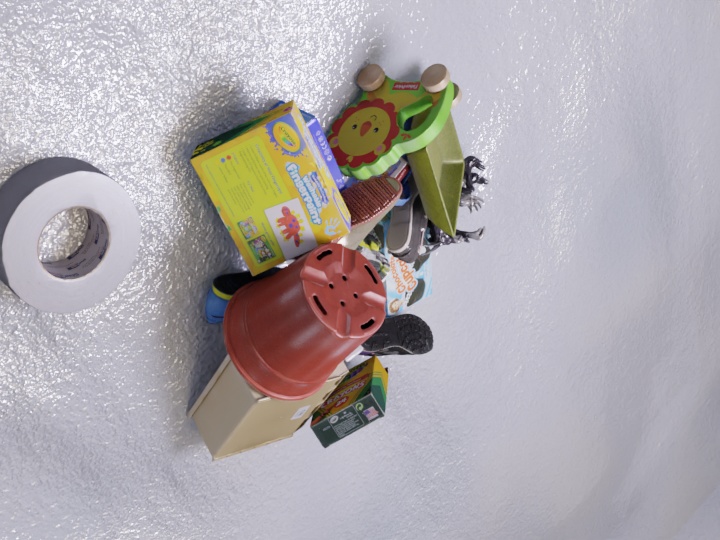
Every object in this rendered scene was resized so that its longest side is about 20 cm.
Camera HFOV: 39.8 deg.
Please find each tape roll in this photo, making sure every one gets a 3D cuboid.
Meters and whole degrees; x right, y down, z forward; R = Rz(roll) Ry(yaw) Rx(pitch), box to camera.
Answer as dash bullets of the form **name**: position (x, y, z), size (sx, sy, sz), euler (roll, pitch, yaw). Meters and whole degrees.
- **tape roll**: position (-0.398, -0.047, 1.338), size (0.199, 0.066, 0.203), euler (-22, 125, -35)

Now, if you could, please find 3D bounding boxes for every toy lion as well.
- **toy lion**: position (0.042, -0.231, 1.576), size (0.069, 0.198, 0.194), euler (45, 60, -48)

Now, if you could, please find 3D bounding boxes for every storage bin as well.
- **storage bin**: position (-0.149, 0.202, 1.623), size (0.197, 0.094, 0.200), euler (-11, 150, -41)

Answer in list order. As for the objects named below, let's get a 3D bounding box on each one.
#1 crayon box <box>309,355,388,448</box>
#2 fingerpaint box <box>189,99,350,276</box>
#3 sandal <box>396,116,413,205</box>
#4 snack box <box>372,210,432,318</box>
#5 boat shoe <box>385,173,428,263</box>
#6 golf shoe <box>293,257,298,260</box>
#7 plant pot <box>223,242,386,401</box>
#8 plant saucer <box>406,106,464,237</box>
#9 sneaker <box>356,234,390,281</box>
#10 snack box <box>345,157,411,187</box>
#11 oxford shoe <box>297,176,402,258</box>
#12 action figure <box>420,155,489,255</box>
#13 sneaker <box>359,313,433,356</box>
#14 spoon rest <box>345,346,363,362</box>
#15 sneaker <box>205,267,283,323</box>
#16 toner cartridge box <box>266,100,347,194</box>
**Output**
- **crayon box**: position (-0.017, 0.223, 1.762), size (0.126, 0.200, 0.051), euler (-31, 103, 11)
- **fingerpaint box**: position (-0.128, -0.120, 1.459), size (0.165, 0.074, 0.202), euler (-24, 112, 10)
- **sandal**: position (0.063, -0.191, 1.691), size (0.079, 0.087, 0.203), euler (-4, 112, -40)
- **snack box**: position (0.078, -0.024, 1.829), size (0.115, 0.037, 0.202), euler (-27, 128, -31)
- **boat shoe**: position (0.089, -0.107, 1.741), size (0.057, 0.066, 0.202), euler (43, 52, -47)
- **golf shoe**: position (-0.134, -0.095, 1.549), size (0.075, 0.091, 0.201), euler (-41, 133, -17)
- **plant pot**: position (-0.073, 0.066, 1.480), size (0.199, 0.203, 0.195), euler (-9, 161, -41)
- **plant saucer**: position (0.124, -0.191, 1.676), size (0.202, 0.047, 0.201), euler (-77, 154, -43)
- **sneaker**: position (0.000, 0.000, 1.668), size (0.074, 0.200, 0.085), euler (21, 111, -11)
- **snack box**: position (-0.005, -0.117, 1.644), size (0.201, 0.072, 0.024), euler (-50, 150, 6)
- **oxford shoe**: position (-0.016, -0.073, 1.562), size (0.199, 0.071, 0.074), euler (-35, 149, -5)
- **action figure**: position (0.179, -0.107, 1.799), size (0.119, 0.101, 0.202), euler (77, 34, -60)
- **sneaker**: position (0.044, 0.124, 1.846), size (0.198, 0.087, 0.077), euler (6, 71, -38)
- **spoon rest**: position (-0.055, 0.154, 1.728), size (0.099, 0.061, 0.200), euler (-34, 173, -30)
- **sneaker**: position (-0.166, 0.046, 1.618), size (0.198, 0.066, 0.079), euler (-8, 128, -41)
- **toner cartridge box**: position (-0.077, -0.165, 1.563), size (0.043, 0.095, 0.201), euler (-42, 134, -19)
